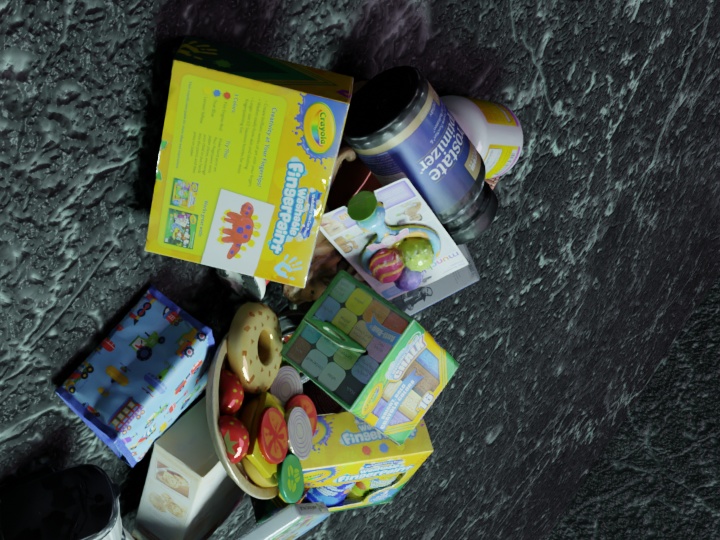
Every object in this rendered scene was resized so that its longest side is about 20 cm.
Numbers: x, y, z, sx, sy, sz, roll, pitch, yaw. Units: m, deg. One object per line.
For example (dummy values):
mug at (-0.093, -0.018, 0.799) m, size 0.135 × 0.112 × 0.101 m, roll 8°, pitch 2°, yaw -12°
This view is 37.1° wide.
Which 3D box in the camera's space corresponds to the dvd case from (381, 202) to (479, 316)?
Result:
dvd case at (0.068, -0.025, 1.425) m, size 0.025 × 0.152 × 0.199 m, roll -23°, pitch -179°, yaw 45°

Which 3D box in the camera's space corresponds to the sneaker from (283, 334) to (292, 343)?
sneaker at (-0.063, 0.084, 1.388) m, size 0.198 × 0.077 × 0.074 m, roll -31°, pitch 102°, yaw -15°

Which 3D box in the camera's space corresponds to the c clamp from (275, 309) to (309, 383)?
c clamp at (-0.100, 0.127, 1.322) m, size 0.199 × 0.027 × 0.171 m, roll -35°, pitch 126°, yaw 21°

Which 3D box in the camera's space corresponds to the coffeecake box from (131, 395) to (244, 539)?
coffeecake box at (-0.191, 0.246, 1.290) m, size 0.153 × 0.073 × 0.202 m, roll -43°, pitch 160°, yaw -49°

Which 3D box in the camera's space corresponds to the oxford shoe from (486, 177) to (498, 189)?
oxford shoe at (0.148, -0.113, 1.542) m, size 0.202 × 0.070 × 0.074 m, roll -61°, pitch 176°, yaw 6°

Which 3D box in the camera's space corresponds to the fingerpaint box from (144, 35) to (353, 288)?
fingerpaint box at (-0.108, -0.102, 1.029) m, size 0.074 × 0.164 × 0.202 m, roll -84°, pitch -172°, yaw -60°

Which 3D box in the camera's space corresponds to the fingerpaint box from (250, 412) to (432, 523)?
fingerpaint box at (-0.030, 0.251, 1.384) m, size 0.197 × 0.074 × 0.168 m, roll -3°, pitch 147°, yaw -25°

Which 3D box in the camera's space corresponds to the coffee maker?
coffee maker at (-0.328, 0.322, 1.152) m, size 0.192 × 0.134 × 0.202 m, roll -41°, pitch 147°, yaw -25°

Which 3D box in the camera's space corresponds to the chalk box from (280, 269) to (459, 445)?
chalk box at (0.004, 0.092, 1.215) m, size 0.124 × 0.124 × 0.200 m, roll -52°, pitch 147°, yaw -5°

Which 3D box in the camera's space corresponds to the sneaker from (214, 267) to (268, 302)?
sneaker at (-0.126, -0.057, 1.169) m, size 0.202 × 0.076 × 0.085 m, roll 92°, pitch 22°, yaw -50°

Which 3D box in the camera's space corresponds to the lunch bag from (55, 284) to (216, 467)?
lunch bag at (-0.225, 0.136, 1.186) m, size 0.151 × 0.094 × 0.201 m, roll -49°, pitch 160°, yaw -18°

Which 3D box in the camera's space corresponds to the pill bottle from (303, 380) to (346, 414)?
pill bottle at (-0.013, 0.167, 1.463) m, size 0.112 × 0.114 × 0.200 m, roll -24°, pitch 161°, yaw -44°

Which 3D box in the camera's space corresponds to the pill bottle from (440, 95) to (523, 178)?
pill bottle at (0.131, -0.170, 1.376) m, size 0.199 × 0.104 × 0.105 m, roll -9°, pitch 127°, yaw -62°

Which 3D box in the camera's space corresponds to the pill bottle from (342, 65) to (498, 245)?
pill bottle at (0.073, -0.123, 1.214) m, size 0.112 × 0.111 × 0.200 m, roll -50°, pitch 126°, yaw -10°

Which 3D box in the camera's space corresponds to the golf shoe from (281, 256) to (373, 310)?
golf shoe at (0.000, 0.000, 1.311) m, size 0.199 × 0.089 × 0.077 m, roll -35°, pitch 173°, yaw 13°

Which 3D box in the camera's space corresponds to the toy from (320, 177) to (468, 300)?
toy at (0.041, -0.017, 1.202) m, size 0.114 × 0.048 × 0.200 m, roll -23°, pitch 142°, yaw 14°

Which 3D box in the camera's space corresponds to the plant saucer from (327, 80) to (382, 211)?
plant saucer at (-0.020, -0.131, 1.275) m, size 0.199 × 0.032 × 0.202 m, roll -36°, pitch 144°, yaw -32°

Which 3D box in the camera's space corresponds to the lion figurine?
lion figurine at (-0.055, -0.059, 1.208) m, size 0.122 × 0.072 × 0.202 m, roll -32°, pitch 130°, yaw -17°

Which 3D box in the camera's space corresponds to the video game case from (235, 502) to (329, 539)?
video game case at (-0.137, 0.337, 1.270) m, size 0.199 × 0.022 × 0.182 m, roll -34°, pitch 165°, yaw 1°

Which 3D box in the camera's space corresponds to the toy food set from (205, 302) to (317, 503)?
toy food set at (-0.106, 0.154, 1.199) m, size 0.202 × 0.048 × 0.199 m, roll -80°, pitch 149°, yaw -41°
